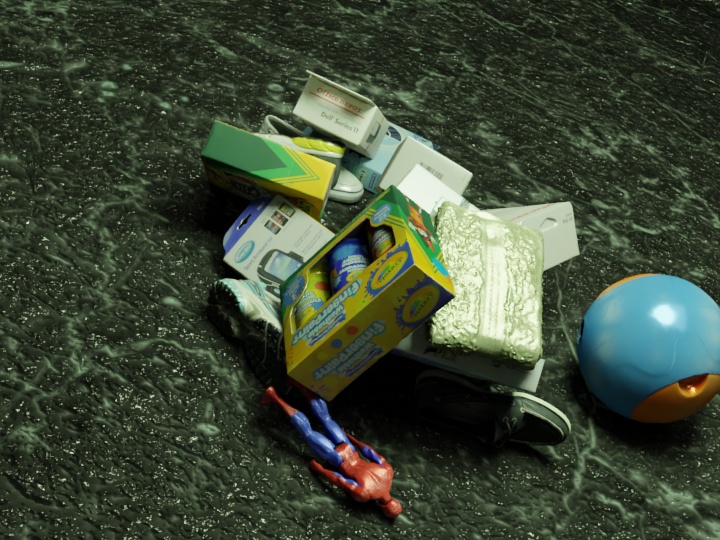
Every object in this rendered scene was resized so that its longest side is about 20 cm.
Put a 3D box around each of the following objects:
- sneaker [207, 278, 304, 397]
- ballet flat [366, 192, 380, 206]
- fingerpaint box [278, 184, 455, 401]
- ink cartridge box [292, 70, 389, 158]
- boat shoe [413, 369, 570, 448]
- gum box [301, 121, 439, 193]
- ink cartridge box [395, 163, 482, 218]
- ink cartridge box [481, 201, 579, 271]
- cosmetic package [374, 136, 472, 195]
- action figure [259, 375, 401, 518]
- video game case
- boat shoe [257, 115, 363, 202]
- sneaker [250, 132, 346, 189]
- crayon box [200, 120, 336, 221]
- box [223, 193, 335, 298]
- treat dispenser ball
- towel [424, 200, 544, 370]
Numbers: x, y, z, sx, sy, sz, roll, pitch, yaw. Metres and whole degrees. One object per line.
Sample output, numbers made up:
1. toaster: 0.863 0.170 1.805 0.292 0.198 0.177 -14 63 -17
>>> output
1. sneaker: -0.102 0.073 1.267 0.086 0.078 0.200 -11 46 -42
2. ballet flat: 0.108 -0.081 1.595 0.200 0.067 0.062 6 48 -21
3. fingerpaint box: 0.000 0.023 1.181 0.073 0.200 0.167 37 24 -29
4. ink cartridge box: -0.030 -0.236 1.567 0.117 0.067 0.200 27 2 9
5. boat shoe: 0.158 0.183 1.259 0.199 0.075 0.066 22 37 2
6. gum box: 0.013 -0.202 1.722 0.200 0.045 0.170 26 36 8
7. ink cartridge box: 0.107 -0.021 1.313 0.200 0.147 0.083 38 60 5
8. ink cartridge box: 0.189 -0.038 1.471 0.200 0.083 0.146 -3 12 44
9. cosmetic package: 0.086 -0.126 1.459 0.108 0.085 0.200 30 2 -1
10. action figure: -0.026 0.202 1.155 0.200 0.052 0.065 44 51 19
11. video game case: 0.110 0.101 1.269 0.181 0.045 0.200 16 -5 -6
12. boat shoe: -0.081 -0.177 1.618 0.200 0.067 0.074 27 36 8
13. sneaker: -0.121 -0.166 1.566 0.200 0.085 0.074 8 8 23
14. crayon box: -0.128 -0.130 1.439 0.172 0.058 0.200 21 -9 -1
15. box: -0.087 -0.012 1.360 0.200 0.041 0.119 37 82 22
16. treat dispenser ball: 0.394 0.104 1.377 0.201 0.201 0.201 14 35 -10
17. towel: 0.146 0.014 1.194 0.148 0.036 0.200 13 57 -8
